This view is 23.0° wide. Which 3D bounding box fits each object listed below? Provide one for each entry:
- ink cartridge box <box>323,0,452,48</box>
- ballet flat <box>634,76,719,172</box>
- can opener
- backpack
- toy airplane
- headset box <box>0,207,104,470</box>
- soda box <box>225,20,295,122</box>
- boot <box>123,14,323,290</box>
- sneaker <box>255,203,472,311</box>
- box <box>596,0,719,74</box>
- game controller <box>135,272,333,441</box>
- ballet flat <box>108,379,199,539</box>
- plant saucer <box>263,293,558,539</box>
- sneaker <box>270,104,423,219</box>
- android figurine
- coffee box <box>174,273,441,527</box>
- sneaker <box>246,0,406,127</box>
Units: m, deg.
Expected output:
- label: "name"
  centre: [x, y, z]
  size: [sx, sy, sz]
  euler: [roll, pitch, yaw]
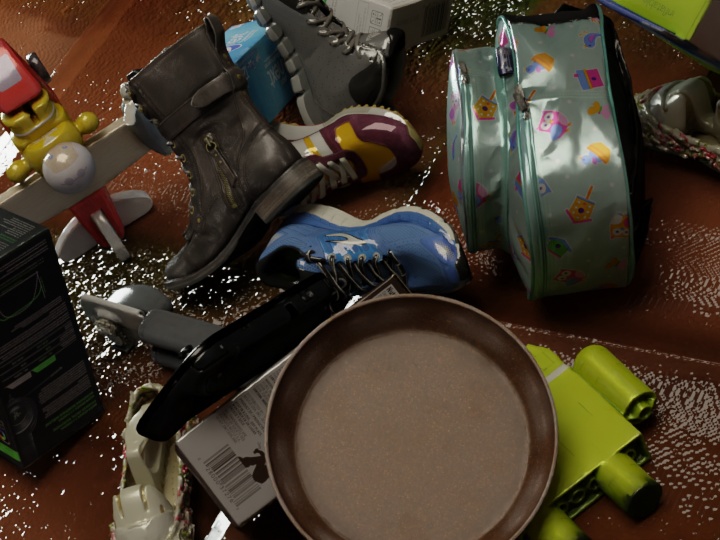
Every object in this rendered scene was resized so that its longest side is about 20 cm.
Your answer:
- label: "ink cartridge box"
  centre: [-0.026, -0.259, 1.634]
  size: [0.200, 0.050, 0.109]
  euler: [23, 29, 27]
- label: "ballet flat"
  centre: [0.281, -0.116, 1.379]
  size: [0.076, 0.064, 0.200]
  euler: [-41, 43, -20]
- label: "can opener"
  centre: [-0.154, 0.048, 1.465]
  size: [0.200, 0.053, 0.066]
  euler: [17, 58, 38]
- label: "backpack"
  centre: [0.143, -0.079, 1.339]
  size: [0.153, 0.176, 0.200]
  euler: [-11, 55, -3]
- label: "toy airplane"
  centre: [-0.257, -0.087, 1.548]
  size: [0.141, 0.199, 0.200]
  euler: [-140, 64, -68]
- label: "headset box"
  centre: [-0.316, 0.046, 1.452]
  size: [0.174, 0.200, 0.093]
  euler: [22, 45, 39]
- label: "soda box"
  centre: [-0.102, -0.173, 1.580]
  size: [0.064, 0.068, 0.200]
  euler: [-13, 18, 17]
- label: "boot"
  centre: [-0.138, -0.096, 1.480]
  size: [0.200, 0.174, 0.069]
  euler: [-41, -2, 28]
- label: "sneaker"
  centre: [0.000, 0.000, 1.407]
  size: [0.200, 0.079, 0.089]
  euler: [2, 36, 39]
- label: "box"
  centre: [0.265, -0.187, 1.369]
  size: [0.122, 0.200, 0.048]
  euler: [38, 103, 47]
- label: "game controller"
  centre: [-0.090, 0.062, 1.299]
  size: [0.104, 0.042, 0.200]
  euler: [-41, -5, 31]
- label: "ballet flat"
  centre: [-0.164, 0.168, 1.348]
  size: [0.076, 0.064, 0.200]
  euler: [-16, 44, 12]
- label: "plant saucer"
  centre: [0.035, 0.115, 1.212]
  size: [0.200, 0.034, 0.200]
  euler: [-1, 71, 4]
- label: "sneaker"
  centre: [-0.039, -0.084, 1.521]
  size: [0.200, 0.075, 0.090]
  euler: [-5, 45, 35]
- label: "android figurine"
  centre: [0.120, 0.124, 1.261]
  size: [0.182, 0.041, 0.200]
  euler: [-35, 45, -7]
- label: "coffee box"
  centre: [-0.035, 0.097, 1.299]
  size: [0.200, 0.113, 0.080]
  euler: [-37, 87, -11]
- label: "sneaker"
  centre: [-0.019, -0.213, 1.537]
  size: [0.115, 0.200, 0.075]
  euler: [-14, 19, 34]
